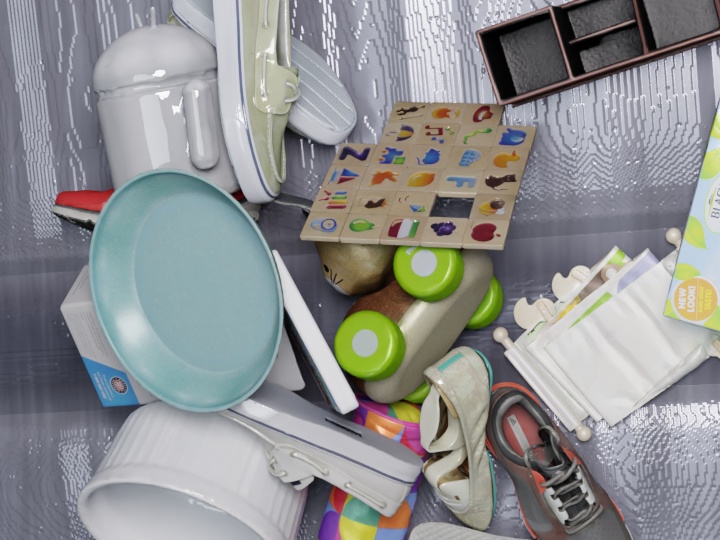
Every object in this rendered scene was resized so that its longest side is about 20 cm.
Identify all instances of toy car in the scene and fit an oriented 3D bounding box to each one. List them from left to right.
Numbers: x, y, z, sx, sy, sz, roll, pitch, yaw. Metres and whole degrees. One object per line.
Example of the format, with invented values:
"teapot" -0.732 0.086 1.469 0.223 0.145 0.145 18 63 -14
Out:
"toy car" 0.000 0.000 1.340 0.200 0.164 0.158 38 92 22

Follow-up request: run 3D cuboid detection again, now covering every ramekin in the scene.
"ramekin" -0.143 0.203 1.395 0.199 0.098 0.201 14 143 10

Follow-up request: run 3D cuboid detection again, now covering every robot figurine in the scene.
"robot figurine" -0.164 -0.122 1.332 0.169 0.112 0.202 3 106 58

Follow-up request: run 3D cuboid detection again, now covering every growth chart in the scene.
"growth chart" 0.225 0.053 1.353 0.199 0.018 0.145 -33 87 18

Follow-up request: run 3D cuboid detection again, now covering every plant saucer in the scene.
"plant saucer" -0.134 0.014 1.266 0.199 0.036 0.202 10 109 31

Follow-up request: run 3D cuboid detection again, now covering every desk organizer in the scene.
"desk organizer" 0.201 -0.197 1.294 0.199 0.077 0.072 -17 93 18

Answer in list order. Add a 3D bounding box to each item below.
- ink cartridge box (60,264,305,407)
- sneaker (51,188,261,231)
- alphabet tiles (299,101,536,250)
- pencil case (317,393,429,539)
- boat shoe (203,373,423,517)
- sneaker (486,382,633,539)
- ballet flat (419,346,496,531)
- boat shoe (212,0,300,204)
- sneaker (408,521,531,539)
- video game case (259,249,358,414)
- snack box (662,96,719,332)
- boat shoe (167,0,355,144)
"ink cartridge box" -0.146 0.049 1.370 0.198 0.068 0.117 -5 123 19
"sneaker" -0.185 -0.073 1.439 0.198 0.077 0.086 -2 80 11
"alphabet tiles" 0.054 -0.083 1.302 0.166 0.201 0.008 3 129 16
"pencil case" 0.006 0.209 1.406 0.088 0.088 0.201 20 103 13
"boat shoe" -0.048 0.151 1.321 0.199 0.071 0.070 24 100 -10
"sneaker" 0.167 0.187 1.345 0.077 0.082 0.200 -37 86 -6
"ballet flat" 0.077 0.152 1.351 0.067 0.062 0.201 35 140 45
"boat shoe" -0.082 -0.157 1.300 0.062 0.072 0.202 -7 92 13
"sneaker" 0.129 0.299 1.399 0.199 0.073 0.115 17 123 7
"video game case" -0.048 0.055 1.344 0.017 0.200 0.144 -28 89 -6
"snack box" 0.351 -0.039 1.270 0.167 0.068 0.202 16 96 12
"boat shoe" -0.089 -0.178 1.390 0.200 0.072 0.062 43 137 7
